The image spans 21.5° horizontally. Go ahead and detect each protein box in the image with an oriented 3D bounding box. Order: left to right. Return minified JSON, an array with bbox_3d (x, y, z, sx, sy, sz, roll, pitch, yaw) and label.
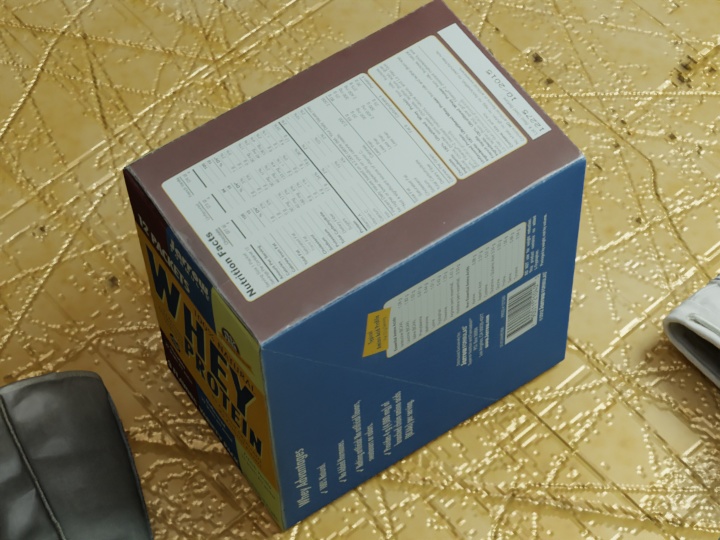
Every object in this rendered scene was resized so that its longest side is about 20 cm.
[{"bbox_3d":[0.000,0.000,1.037,0.199,0.199,0.135,-29,59,-17],"label":"protein box"}]

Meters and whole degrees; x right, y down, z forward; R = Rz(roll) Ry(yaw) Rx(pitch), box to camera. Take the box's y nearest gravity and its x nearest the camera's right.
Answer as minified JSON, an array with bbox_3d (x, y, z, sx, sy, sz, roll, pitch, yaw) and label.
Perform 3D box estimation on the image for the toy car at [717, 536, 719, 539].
[{"bbox_3d":[0.276,0.232,0.925,0.183,0.177,0.202,5,84,-10],"label":"toy car"}]

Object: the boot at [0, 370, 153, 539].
[{"bbox_3d":[-0.184,0.159,1.016,0.181,0.073,0.201,-17,63,-26],"label":"boot"}]

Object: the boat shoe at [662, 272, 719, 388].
[{"bbox_3d":[0.244,0.080,1.053,0.065,0.072,0.200,-30,59,-12],"label":"boat shoe"}]
